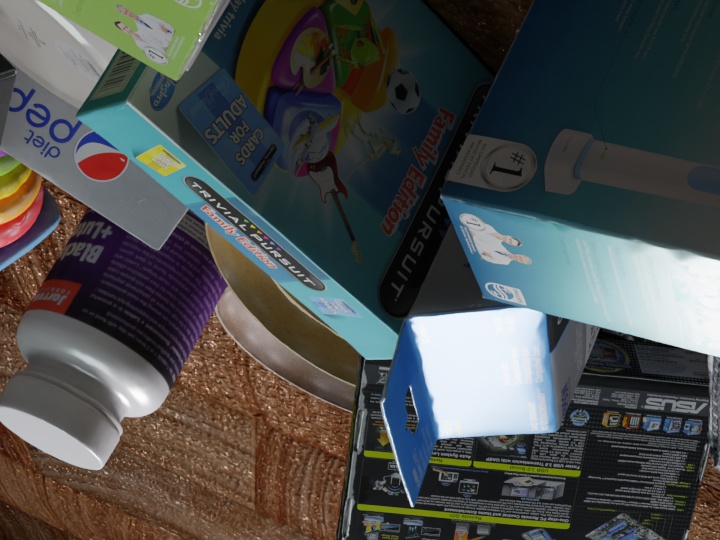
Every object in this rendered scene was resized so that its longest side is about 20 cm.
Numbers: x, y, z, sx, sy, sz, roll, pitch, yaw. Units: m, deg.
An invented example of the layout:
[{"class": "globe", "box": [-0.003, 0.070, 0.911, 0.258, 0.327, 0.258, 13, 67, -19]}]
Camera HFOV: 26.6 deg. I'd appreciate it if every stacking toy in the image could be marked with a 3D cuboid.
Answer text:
[{"class": "stacking toy", "box": [-0.266, -0.093, 1.045, 0.116, 0.110, 0.200, 41, 146, 10]}]

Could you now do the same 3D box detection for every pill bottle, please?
[{"class": "pill bottle", "box": [-0.164, 0.030, 1.042, 0.111, 0.200, 0.111, 22, 156, 10]}]

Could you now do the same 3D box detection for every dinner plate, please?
[{"class": "dinner plate", "box": [-0.166, -0.129, 0.788, 0.200, 0.024, 0.200, 33, 165, 10]}]

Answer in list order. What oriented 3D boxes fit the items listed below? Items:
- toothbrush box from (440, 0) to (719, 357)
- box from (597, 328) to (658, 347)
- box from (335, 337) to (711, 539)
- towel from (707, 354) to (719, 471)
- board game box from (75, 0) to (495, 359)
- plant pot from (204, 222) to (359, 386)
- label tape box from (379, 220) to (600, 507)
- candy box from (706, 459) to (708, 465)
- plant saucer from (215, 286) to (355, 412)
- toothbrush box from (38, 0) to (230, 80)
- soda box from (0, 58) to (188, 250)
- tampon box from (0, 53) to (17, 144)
[{"class": "toothbrush box", "box": [0.156, -0.046, 0.618, 0.200, 0.146, 0.085, 13, 154, 27]}, {"class": "box", "box": [0.092, 0.027, 0.956, 0.200, 0.050, 0.158, 16, 155, 24]}, {"class": "box", "box": [0.091, 0.113, 0.873, 0.200, 0.044, 0.160, 5, 118, -2]}, {"class": "towel", "box": [0.245, 0.033, 0.714, 0.166, 0.086, 0.200, -1, 149, 12]}, {"class": "board game box", "box": [-0.017, -0.074, 0.734, 0.200, 0.151, 0.047, 41, 153, -30]}, {"class": "plant pot", "box": [0.000, 0.000, 0.904, 0.200, 0.027, 0.200, 22, 142, 18]}, {"class": "label tape box", "box": [0.080, 0.013, 0.750, 0.066, 0.200, 0.143, 16, 155, 18]}, {"class": "candy box", "box": [0.114, 0.125, 1.006, 0.136, 0.061, 0.200, 29, 161, -13]}, {"class": "plant saucer", "box": [-0.014, 0.055, 1.152, 0.200, 0.032, 0.200, 23, 157, 11]}, {"class": "toothbrush box", "box": [-0.117, -0.194, 0.597, 0.200, 0.146, 0.086, 30, 157, -6]}, {"class": "soda box", "box": [-0.188, -0.099, 0.941, 0.200, 0.068, 0.063, 33, -167, -15]}, {"class": "tampon box", "box": [-0.305, -0.097, 0.833, 0.200, 0.126, 0.150, 44, 135, 20]}]
